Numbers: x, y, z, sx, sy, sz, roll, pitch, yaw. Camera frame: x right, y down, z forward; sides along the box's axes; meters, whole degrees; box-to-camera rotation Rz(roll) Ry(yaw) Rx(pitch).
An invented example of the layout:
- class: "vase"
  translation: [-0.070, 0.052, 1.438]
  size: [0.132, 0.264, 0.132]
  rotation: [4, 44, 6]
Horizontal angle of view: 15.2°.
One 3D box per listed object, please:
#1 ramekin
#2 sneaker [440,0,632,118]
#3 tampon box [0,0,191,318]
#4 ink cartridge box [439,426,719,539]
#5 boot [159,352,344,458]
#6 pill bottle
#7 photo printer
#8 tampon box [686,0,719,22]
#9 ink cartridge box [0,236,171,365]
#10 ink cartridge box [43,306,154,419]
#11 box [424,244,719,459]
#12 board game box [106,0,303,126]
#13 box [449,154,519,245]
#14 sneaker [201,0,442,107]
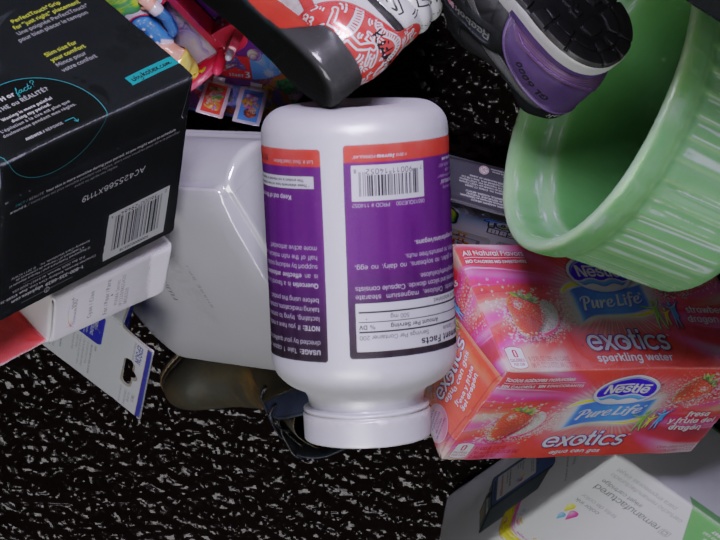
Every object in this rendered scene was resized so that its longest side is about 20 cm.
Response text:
- class: "ramekin"
  translation: [0.175, -0.086, 1.555]
  size: [0.097, 0.200, 0.200]
  rotation: [24, 134, -20]
- class: "sneaker"
  translation: [0.061, -0.171, 1.540]
  size: [0.200, 0.076, 0.088]
  rotation: [53, 143, 10]
- class: "tampon box"
  translation: [-0.222, -0.097, 1.601]
  size: [0.200, 0.150, 0.127]
  rotation: [40, 140, 28]
- class: "ink cartridge box"
  translation: [0.169, 0.178, 1.878]
  size: [0.145, 0.088, 0.200]
  rotation: [35, 133, -20]
- class: "boot"
  translation: [-0.059, 0.081, 1.834]
  size: [0.199, 0.097, 0.075]
  rotation: [-16, 127, 26]
- class: "pill bottle"
  translation: [0.000, 0.000, 1.608]
  size: [0.112, 0.112, 0.201]
  rotation: [0, 99, 14]
- class: "photo printer"
  translation: [-0.098, -0.014, 1.728]
  size: [0.200, 0.069, 0.167]
  rotation: [6, 135, 48]
- class: "tampon box"
  translation: [0.210, -0.212, 1.344]
  size: [0.200, 0.150, 0.126]
  rotation: [28, 132, -28]
- class: "ink cartridge box"
  translation: [-0.245, -0.029, 1.663]
  size: [0.200, 0.176, 0.045]
  rotation: [43, 142, 28]
- class: "ink cartridge box"
  translation: [-0.207, 0.007, 1.780]
  size: [0.200, 0.039, 0.100]
  rotation: [38, 150, 10]
- class: "box"
  translation: [0.135, 0.050, 1.696]
  size: [0.199, 0.103, 0.095]
  rotation: [1, 141, -31]
- class: "board game box"
  translation: [-0.122, -0.150, 1.670]
  size: [0.199, 0.039, 0.158]
  rotation: [10, 134, 4]
- class: "box"
  translation: [0.033, -0.035, 1.727]
  size: [0.199, 0.035, 0.110]
  rotation: [15, 149, -1]
- class: "sneaker"
  translation: [-0.042, -0.194, 1.594]
  size: [0.201, 0.108, 0.067]
  rotation: [45, 160, 18]
